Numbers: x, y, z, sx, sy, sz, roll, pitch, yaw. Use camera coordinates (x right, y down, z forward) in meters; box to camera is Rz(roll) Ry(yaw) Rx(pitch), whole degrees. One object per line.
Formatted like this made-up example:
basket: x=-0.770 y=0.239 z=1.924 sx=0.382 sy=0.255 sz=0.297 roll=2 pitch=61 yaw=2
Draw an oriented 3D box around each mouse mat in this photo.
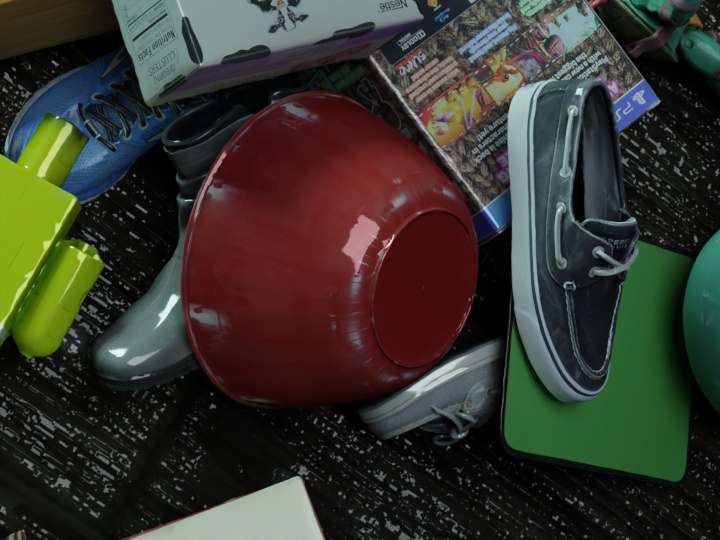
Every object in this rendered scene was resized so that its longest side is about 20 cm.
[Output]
mouse mat: x=0.158 y=0.051 z=1.406 sx=0.199 sy=0.008 sz=0.162 roll=15 pitch=76 yaw=-43

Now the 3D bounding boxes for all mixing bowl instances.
mixing bowl: x=0.000 y=0.000 z=1.304 sx=0.200 sy=0.108 sz=0.201 roll=-20 pitch=118 yaw=-44

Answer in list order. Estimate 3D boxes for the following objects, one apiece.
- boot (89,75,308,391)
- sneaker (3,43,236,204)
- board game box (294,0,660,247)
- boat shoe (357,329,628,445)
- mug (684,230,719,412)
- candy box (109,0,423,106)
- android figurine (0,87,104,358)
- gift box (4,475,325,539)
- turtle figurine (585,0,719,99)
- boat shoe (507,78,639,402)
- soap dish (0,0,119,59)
boot: x=-0.102 y=-0.028 z=1.312 sx=0.200 sy=0.070 sz=0.132 roll=-42 pitch=134 yaw=-34
sneaker: x=-0.136 y=-0.115 z=1.341 sx=0.200 sy=0.089 sz=0.079 roll=-40 pitch=93 yaw=-23
board game box: x=0.066 y=-0.134 z=1.424 sx=0.159 sy=0.097 sz=0.200 roll=-38 pitch=92 yaw=-25
boat shoe: x=0.091 y=0.075 z=1.395 sx=0.201 sy=0.074 sz=0.065 roll=-17 pitch=87 yaw=-35
mug: x=0.292 y=0.022 z=1.448 sx=0.152 sy=0.114 sz=0.186 roll=47 pitch=54 yaw=-30
candy box: x=-0.075 y=-0.214 z=1.278 sx=0.167 sy=0.071 sz=0.201 roll=-17 pitch=84 yaw=-36
android figurine: x=-0.247 y=-0.015 z=1.275 sx=0.181 sy=0.041 sz=0.201 roll=28 pitch=83 yaw=1
gift box: x=-0.109 y=0.218 z=1.211 sx=0.186 sy=0.200 sz=0.185 roll=-19 pitch=79 yaw=-24
turtle figurine: x=0.215 y=-0.185 z=1.482 sx=0.200 sy=0.101 sz=0.150 roll=44 pitch=22 yaw=-20
boat shoe: x=0.139 y=-0.018 z=1.337 sx=0.071 sy=0.068 sz=0.201 roll=-4 pitch=91 yaw=-46
soap dish: x=-0.203 y=-0.239 z=1.327 sx=0.156 sy=0.081 sz=0.201 roll=-15 pitch=84 yaw=-3
